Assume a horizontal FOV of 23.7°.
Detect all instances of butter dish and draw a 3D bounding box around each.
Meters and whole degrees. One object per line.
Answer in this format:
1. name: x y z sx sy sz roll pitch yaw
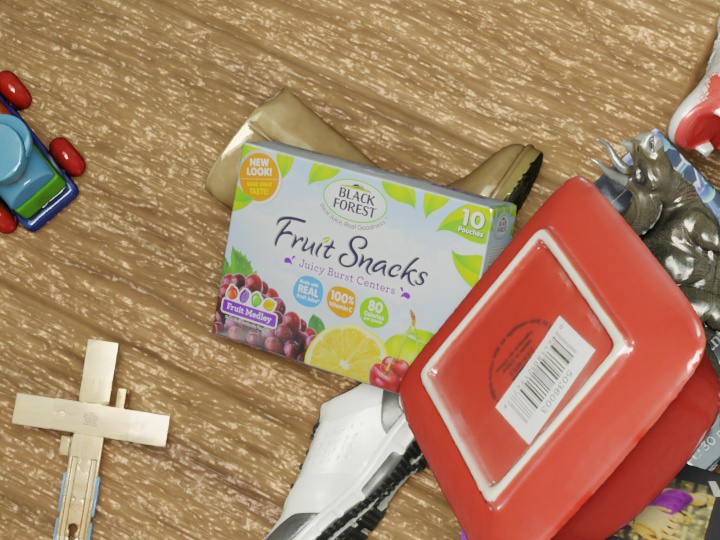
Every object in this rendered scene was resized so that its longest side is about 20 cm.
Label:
1. butter dish: 0.146 0.081 1.069 0.200 0.147 0.200 -51 35 17

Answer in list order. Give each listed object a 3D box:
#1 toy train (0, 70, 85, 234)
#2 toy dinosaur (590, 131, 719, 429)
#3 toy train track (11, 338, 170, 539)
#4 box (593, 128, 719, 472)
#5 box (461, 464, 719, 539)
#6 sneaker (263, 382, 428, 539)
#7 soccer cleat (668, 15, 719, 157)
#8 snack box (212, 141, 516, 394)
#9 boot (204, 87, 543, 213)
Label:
1. toy train: -0.298 -0.127 1.278 0.084 0.116 0.200 -39 78 -4
2. toy dinosaur: 0.216 0.009 1.128 0.101 0.077 0.202 -6 86 18
3. toy train track: -0.203 0.152 1.261 0.113 0.033 0.202 9 85 0
4. box: 0.219 0.030 1.204 0.148 0.107 0.200 -42 77 -3
5. box: 0.174 0.195 1.131 0.198 0.123 0.106 17 40 22
6. sneaker: -0.013 0.145 1.231 0.080 0.074 0.200 39 80 26
7. soccer cleat: 0.275 -0.147 1.229 0.199 0.069 0.085 -31 64 -31
8. snack box: 0.000 0.000 1.196 0.198 0.053 0.144 16 101 26
9. boot: 0.010 -0.072 1.266 0.199 0.066 0.176 37 84 12
